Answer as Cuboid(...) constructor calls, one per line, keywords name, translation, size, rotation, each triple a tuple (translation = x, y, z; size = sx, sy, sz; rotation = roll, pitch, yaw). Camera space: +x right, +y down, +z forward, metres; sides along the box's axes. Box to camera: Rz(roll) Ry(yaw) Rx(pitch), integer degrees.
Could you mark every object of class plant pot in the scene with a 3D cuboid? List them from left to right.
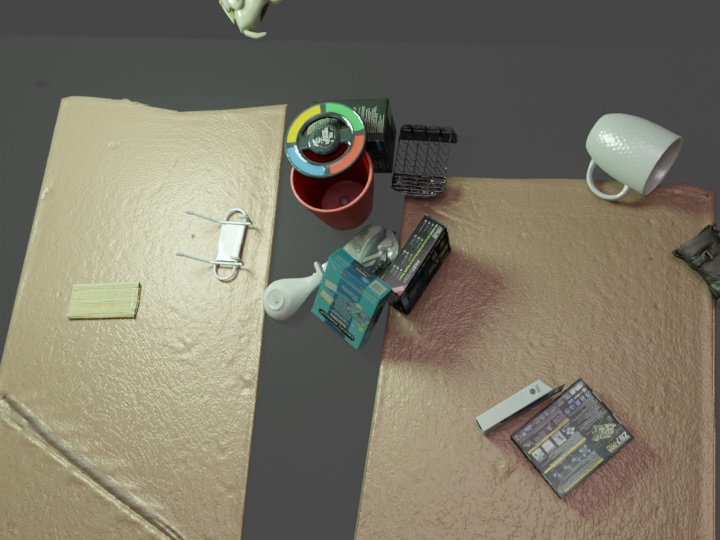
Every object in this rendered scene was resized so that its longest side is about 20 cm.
Cuboid(name="plant pot", translation=(-0.053, -0.197, 1.610), size=(0.198, 0.177, 0.202), rotation=(-4, 71, 10))

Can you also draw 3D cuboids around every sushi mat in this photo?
Cuboid(name="sushi mat", translation=(-0.675, 0.079, 1.730), size=(0.198, 0.012, 0.097), rotation=(-2, 70, 11))

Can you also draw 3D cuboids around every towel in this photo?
Cuboid(name="towel", translation=(0.000, 0.000, 1.616), size=(0.200, 0.031, 0.149), rotation=(-42, 71, -7))

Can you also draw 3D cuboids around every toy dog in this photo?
Cuboid(name="toy dog", translation=(-0.294, -0.791, 1.889), size=(0.199, 0.140, 0.195), rotation=(-36, 81, -2))

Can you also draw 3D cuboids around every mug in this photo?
Cuboid(name="mug", translation=(0.610, -0.259, 1.528), size=(0.175, 0.147, 0.201), rotation=(39, 112, 29))

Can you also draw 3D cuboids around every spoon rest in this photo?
Cuboid(name="spoon rest", translation=(-0.158, 0.048, 1.601), size=(0.199, 0.060, 0.100), rotation=(-33, 72, 24))

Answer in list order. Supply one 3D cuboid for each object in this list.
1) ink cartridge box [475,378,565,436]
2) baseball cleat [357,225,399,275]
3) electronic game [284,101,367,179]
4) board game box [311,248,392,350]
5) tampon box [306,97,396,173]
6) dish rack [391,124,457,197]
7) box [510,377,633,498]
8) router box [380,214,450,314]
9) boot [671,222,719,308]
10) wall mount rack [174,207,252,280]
Cuboid(name="ink cartridge box", translation=(0.340, 0.285, 1.406), size=(0.199, 0.100, 0.039), rotation=(-29, 67, 0))
Cuboid(name="baseball cleat", translation=(0.036, -0.013, 1.562), size=(0.105, 0.070, 0.202), rotation=(13, 74, 13))
Cuboid(name="electronic game", translation=(-0.081, -0.304, 1.536), size=(0.198, 0.042, 0.202), rotation=(-4, 70, 10))
Cuboid(name="board game box", translation=(-0.024, 0.068, 1.498), size=(0.151, 0.201, 0.047), rotation=(39, 49, 15))
Cuboid(name="tampon box", translation=(-0.020, -0.338, 1.664), size=(0.198, 0.150, 0.127), rotation=(2, 68, 12))
Cuboid(name="dish rack", translation=(0.158, -0.276, 1.663), size=(0.152, 0.055, 0.202), rotation=(6, 74, 15))
Cuboid(name="box", translation=(0.444, 0.353, 1.389), size=(0.200, 0.049, 0.161), rotation=(-39, 67, -4))
Cuboid(name="router box", translation=(0.129, -0.010, 1.523), size=(0.062, 0.150, 0.201), rotation=(31, 80, 20))
Cuboid(name="boot", translation=(0.813, -0.029, 1.434), size=(0.199, 0.069, 0.175), rotation=(-27, 69, 4))
Cuboid(name="wall mount rack", translation=(-0.372, -0.082, 1.690), size=(0.172, 0.075, 0.202), rotation=(4, 71, 13))
